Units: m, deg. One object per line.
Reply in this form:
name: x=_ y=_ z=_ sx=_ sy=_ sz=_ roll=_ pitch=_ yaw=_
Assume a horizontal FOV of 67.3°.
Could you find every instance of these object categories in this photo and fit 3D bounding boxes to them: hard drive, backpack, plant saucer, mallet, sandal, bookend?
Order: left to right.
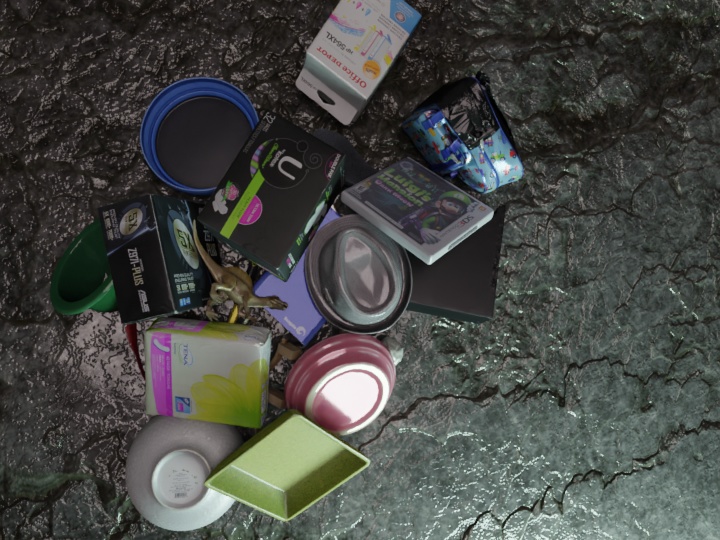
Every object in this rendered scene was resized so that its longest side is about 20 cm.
mallet: x=-0.204 y=0.072 z=0.931 sx=0.065 sy=0.041 sz=0.203 roll=28 pitch=80 yaw=-7
plant saucer: x=-0.116 y=0.309 z=0.878 sx=0.199 sy=0.048 sz=0.200 roll=-37 pitch=127 yaw=12
hard drive: x=-0.077 y=0.006 z=0.918 sx=0.132 sy=0.025 sz=0.201 roll=42 pitch=82 yaw=-7
plant saucer: x=-0.027 y=0.201 z=0.903 sx=0.196 sy=0.051 sz=0.205 roll=-11 pitch=122 yaw=-17
sandal: x=-0.014 y=-0.169 z=0.963 sx=0.199 sy=0.043 sz=0.077 roll=38 pitch=58 yaw=-16
bookend: x=0.143 y=-0.024 z=0.968 sx=0.195 sy=0.092 sz=0.204 roll=10 pitch=78 yaw=-2
backpack: x=0.185 y=-0.219 z=0.946 sx=0.134 sy=0.183 sz=0.201 roll=-37 pitch=107 yaw=-1

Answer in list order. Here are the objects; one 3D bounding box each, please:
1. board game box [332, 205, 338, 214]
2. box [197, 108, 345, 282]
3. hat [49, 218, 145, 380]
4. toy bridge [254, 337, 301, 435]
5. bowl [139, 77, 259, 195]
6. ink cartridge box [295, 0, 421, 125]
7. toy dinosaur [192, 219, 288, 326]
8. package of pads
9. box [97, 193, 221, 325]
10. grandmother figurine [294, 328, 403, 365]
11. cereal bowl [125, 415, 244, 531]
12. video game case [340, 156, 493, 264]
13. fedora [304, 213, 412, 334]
board game box: x=-0.114 y=-0.084 z=0.947 sx=0.151 sy=0.040 sz=0.203 roll=-26 pitch=93 yaw=-10
box: x=-0.131 y=-0.112 z=0.849 sx=0.147 sy=0.124 sz=0.203 roll=29 pitch=80 yaw=4
hat: x=-0.388 y=0.037 z=0.897 sx=0.202 sy=0.164 sz=0.176 roll=-57 pitch=142 yaw=-13
toy bridge: x=-0.152 y=0.211 z=0.919 sx=0.066 sy=0.027 sz=0.205 roll=20 pitch=101 yaw=29
bowl: x=-0.264 y=-0.222 z=0.906 sx=0.195 sy=0.039 sz=0.206 roll=1 pitch=77 yaw=-4
ink cartridge box: x=-0.010 y=-0.370 z=0.932 sx=0.127 sy=0.125 sz=0.202 roll=33 pitch=82 yaw=-8
toy dinosaur: x=-0.206 y=0.024 z=0.837 sx=0.199 sy=0.102 sz=0.058 roll=42 pitch=125 yaw=-21
package of pads: x=-0.243 y=0.158 z=0.865 sx=0.195 sy=0.068 sz=0.158 roll=7 pitch=107 yaw=1
box: x=-0.290 y=-0.018 z=0.826 sx=0.084 sy=0.200 sz=0.168 roll=-12 pitch=90 yaw=7
grandmother figurine: x=-0.017 y=0.157 z=0.954 sx=0.195 sy=0.061 sz=0.124 roll=-10 pitch=111 yaw=-14
cereal bowl: x=-0.285 y=0.327 z=0.883 sx=0.195 sy=0.083 sz=0.206 roll=0 pitch=88 yaw=-11
video game case: x=0.096 y=-0.110 z=0.907 sx=0.199 sy=0.024 sz=0.180 roll=37 pitch=50 yaw=26
fedora: x=0.000 y=0.000 z=0.858 sx=0.173 sy=0.090 sz=0.204 roll=-17 pitch=84 yaw=-7
